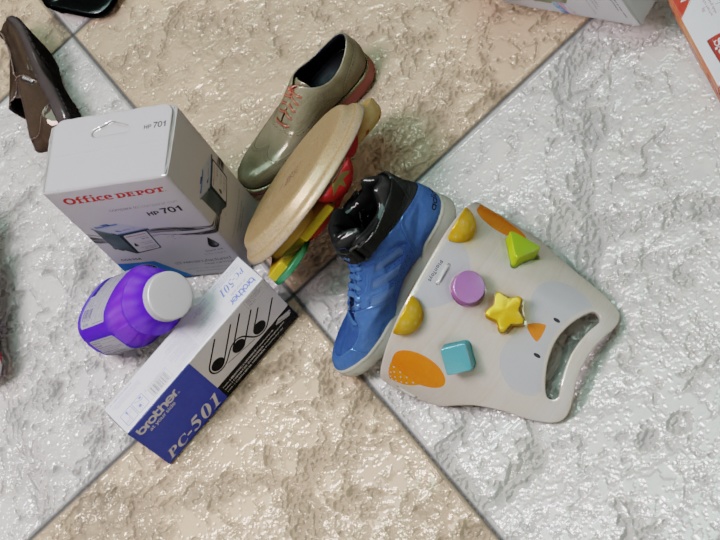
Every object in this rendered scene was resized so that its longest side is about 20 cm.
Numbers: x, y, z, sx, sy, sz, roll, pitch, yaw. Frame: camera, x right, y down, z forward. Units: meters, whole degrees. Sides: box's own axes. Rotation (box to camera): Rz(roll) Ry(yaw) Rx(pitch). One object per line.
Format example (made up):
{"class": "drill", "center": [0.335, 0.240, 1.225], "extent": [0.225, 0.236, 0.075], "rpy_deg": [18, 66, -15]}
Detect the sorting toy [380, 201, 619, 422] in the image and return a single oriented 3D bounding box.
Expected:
{"class": "sorting toy", "center": [0.140, 0.048, 1.463], "extent": [0.179, 0.107, 0.201], "rpy_deg": [28, 78, 12]}

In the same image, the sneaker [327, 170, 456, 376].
{"class": "sneaker", "center": [0.000, -0.001, 1.495], "extent": [0.201, 0.110, 0.077], "rpy_deg": [-59, 33, 12]}

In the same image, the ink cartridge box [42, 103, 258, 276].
{"class": "ink cartridge box", "center": [-0.211, -0.074, 1.599], "extent": [0.145, 0.200, 0.087], "rpy_deg": [-6, 62, 21]}

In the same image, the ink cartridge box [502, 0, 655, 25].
{"class": "ink cartridge box", "center": [0.228, -0.341, 1.583], "extent": [0.199, 0.085, 0.145], "rpy_deg": [22, 74, 47]}

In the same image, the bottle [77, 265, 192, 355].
{"class": "bottle", "center": [-0.223, 0.037, 1.568], "extent": [0.084, 0.065, 0.199], "rpy_deg": [-60, 18, -22]}

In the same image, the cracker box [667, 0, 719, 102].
{"class": "cracker box", "center": [0.411, -0.257, 1.504], "extent": [0.198, 0.058, 0.135], "rpy_deg": [-27, 57, 10]}

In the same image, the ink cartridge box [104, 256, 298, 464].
{"class": "ink cartridge box", "center": [-0.156, 0.091, 1.556], "extent": [0.044, 0.094, 0.200], "rpy_deg": [38, 84, 33]}

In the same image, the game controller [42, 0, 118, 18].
{"class": "game controller", "center": [-0.314, -0.397, 1.903], "extent": [0.103, 0.042, 0.202], "rpy_deg": [10, 70, 28]}

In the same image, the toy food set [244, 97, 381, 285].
{"class": "toy food set", "center": [-0.051, -0.082, 1.563], "extent": [0.198, 0.048, 0.201], "rpy_deg": [-50, 15, 21]}

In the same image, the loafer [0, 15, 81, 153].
{"class": "loafer", "center": [-0.389, -0.217, 1.825], "extent": [0.071, 0.073, 0.201], "rpy_deg": [-32, 57, 4]}

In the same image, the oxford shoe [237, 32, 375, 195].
{"class": "oxford shoe", "center": [-0.070, -0.171, 1.661], "extent": [0.070, 0.075, 0.201], "rpy_deg": [33, 82, 32]}
